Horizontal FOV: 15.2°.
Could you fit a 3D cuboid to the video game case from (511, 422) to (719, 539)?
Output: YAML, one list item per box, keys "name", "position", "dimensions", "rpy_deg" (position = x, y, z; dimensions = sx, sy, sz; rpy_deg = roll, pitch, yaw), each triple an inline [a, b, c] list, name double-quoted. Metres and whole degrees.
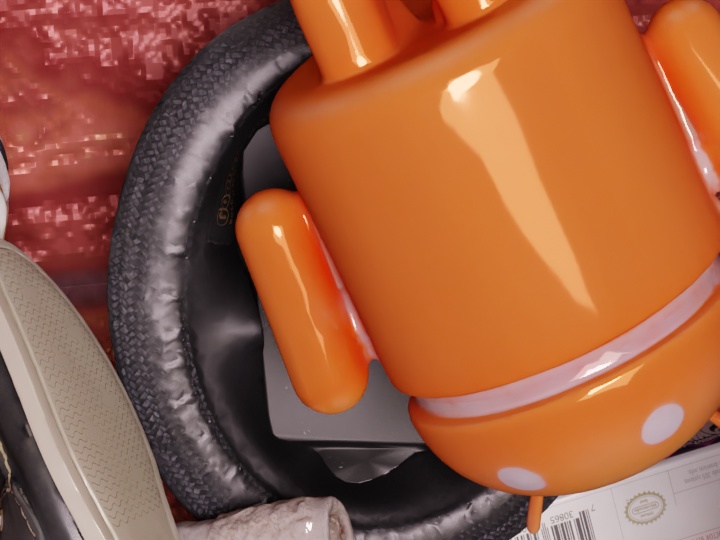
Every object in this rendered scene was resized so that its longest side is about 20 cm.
- name: "video game case"
  position: [0.138, 0.146, 1.000]
  dimensions: [0.199, 0.036, 0.182]
  rpy_deg: [-17, 103, -7]

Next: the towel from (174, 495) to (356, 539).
- name: "towel"
  position: [-0.050, 0.177, 0.886]
  dimensions: [0.132, 0.034, 0.201]
  rpy_deg: [-8, 100, 19]

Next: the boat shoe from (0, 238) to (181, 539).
- name: "boat shoe"
  position: [-0.093, 0.086, 0.832]
  dimensions: [0.067, 0.072, 0.201]
  rpy_deg: [-26, 79, 16]

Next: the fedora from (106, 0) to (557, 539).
- name: "fedora"
  position: [0.000, 0.000, 0.917]
  dimensions: [0.199, 0.092, 0.202]
  rpy_deg: [-2, 102, -10]

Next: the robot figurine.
- name: "robot figurine"
  position: [0.048, -0.018, 0.813]
  dimensions: [0.144, 0.116, 0.201]
  rpy_deg: [-34, 107, -27]

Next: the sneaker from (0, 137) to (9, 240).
- name: "sneaker"
  position: [-0.176, 0.034, 0.898]
  dimensions: [0.078, 0.079, 0.201]
  rpy_deg: [20, 98, -14]
